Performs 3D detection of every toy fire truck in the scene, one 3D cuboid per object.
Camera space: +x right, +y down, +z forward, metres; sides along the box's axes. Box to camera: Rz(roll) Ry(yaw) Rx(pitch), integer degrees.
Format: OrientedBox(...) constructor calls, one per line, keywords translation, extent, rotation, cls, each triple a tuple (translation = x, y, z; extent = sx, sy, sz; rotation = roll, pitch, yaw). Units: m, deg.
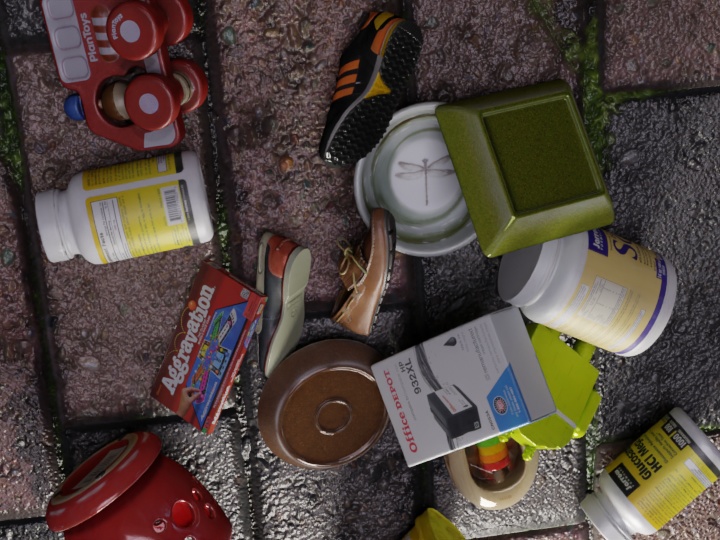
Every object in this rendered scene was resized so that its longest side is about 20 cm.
OrientedBox(translation=(-0.284, -0.242, 1.408), extent=(0.166, 0.112, 0.202), rotation=(-4, 110, 18), cls="toy fire truck")

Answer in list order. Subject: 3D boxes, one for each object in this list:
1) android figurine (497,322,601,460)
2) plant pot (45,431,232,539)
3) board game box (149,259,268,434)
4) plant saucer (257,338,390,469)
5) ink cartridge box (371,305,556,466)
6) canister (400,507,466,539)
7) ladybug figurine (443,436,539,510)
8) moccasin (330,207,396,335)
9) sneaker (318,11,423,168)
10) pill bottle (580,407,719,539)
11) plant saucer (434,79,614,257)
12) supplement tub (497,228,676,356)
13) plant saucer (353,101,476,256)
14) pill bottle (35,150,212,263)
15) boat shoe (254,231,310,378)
OrientedBox(translation=(0.249, 0.157, 1.601), extent=(0.181, 0.041, 0.201), rotation=(36, 68, -20), cls="android figurine")
OrientedBox(translation=(-0.295, 0.325, 1.539), extent=(0.199, 0.201, 0.183), rotation=(-34, 102, 3), cls="plant pot")
OrientedBox(translation=(-0.199, 0.099, 1.537), extent=(0.102, 0.019, 0.202), rotation=(30, 106, 24), cls="board game box")
OrientedBox(translation=(-0.039, 0.189, 1.597), extent=(0.198, 0.035, 0.203), rotation=(-8, 116, -17), cls="plant saucer")
OrientedBox(translation=(0.130, 0.151, 1.531), extent=(0.199, 0.083, 0.147), rotation=(-26, 81, 34), cls="ink cartridge box")
OrientedBox(translation=(0.064, 0.452, 1.661), extent=(0.086, 0.149, 0.200), rotation=(39, 101, -19), cls="canister")
OrientedBox(translation=(0.176, 0.233, 1.645), extent=(0.134, 0.072, 0.202), rotation=(-13, 110, -5), cls="ladybug figurine")
OrientedBox(translation=(0.000, -0.001, 1.516), extent=(0.077, 0.074, 0.202), rotation=(13, 141, -3), cls="moccasin")
OrientedBox(translation=(-0.001, -0.224, 1.461), extent=(0.070, 0.090, 0.201), rotation=(21, 101, -44), cls="sneaker")
OrientedBox(translation=(0.413, 0.299, 1.683), extent=(0.200, 0.113, 0.112), rotation=(-43, 109, 6), cls="pill bottle")
OrientedBox(translation=(0.215, -0.137, 1.467), extent=(0.198, 0.048, 0.202), rotation=(-15, 81, -22), cls="plant saucer")
OrientedBox(translation=(0.295, 0.016, 1.553), extent=(0.198, 0.146, 0.147), rotation=(21, 104, -16), cls="supplement tub")
OrientedBox(translation=(0.086, -0.120, 1.525), extent=(0.197, 0.050, 0.203), rotation=(-3, 108, -8), cls="plant saucer")
OrientedBox(translation=(-0.286, -0.072, 1.440), extent=(0.197, 0.113, 0.114), rotation=(-11, 110, -5), cls="pill bottle")
OrientedBox(translation=(-0.112, 0.046, 1.542), extent=(0.062, 0.071, 0.202), rotation=(24, 122, 22), cls="boat shoe")
